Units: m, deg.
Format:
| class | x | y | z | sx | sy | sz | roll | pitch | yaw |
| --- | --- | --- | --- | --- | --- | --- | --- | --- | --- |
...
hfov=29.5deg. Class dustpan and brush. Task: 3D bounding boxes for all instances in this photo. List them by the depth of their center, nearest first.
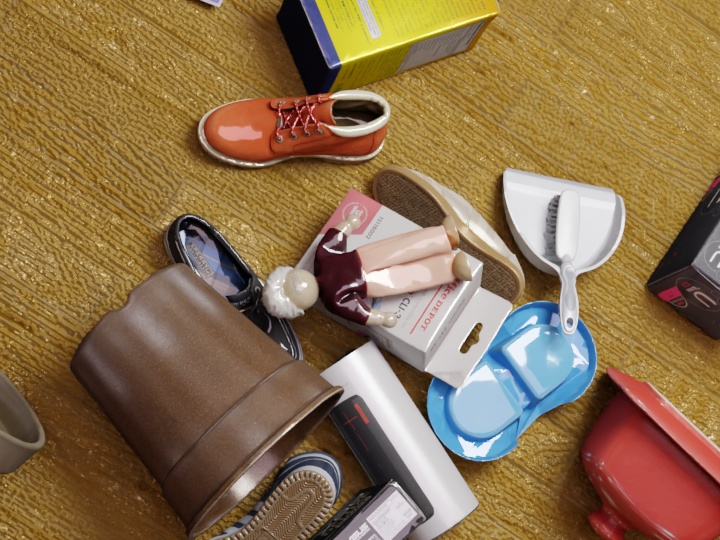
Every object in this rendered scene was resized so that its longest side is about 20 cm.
| class | x | y | z | sx | sy | sz | roll | pitch | yaw |
| --- | --- | --- | --- | --- | --- | --- | --- | --- | --- |
| dustpan and brush | 0.216 | -0.019 | 1.445 | 0.139 | 0.057 | 0.200 | 10 | 67 | -10 |

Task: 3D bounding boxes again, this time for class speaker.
| class | x | y | z | sx | sy | sz | roll | pitch | yaw |
| --- | --- | --- | --- | --- | --- | --- | --- | --- | --- |
| speaker | 0.032 | 0.171 | 1.369 | 0.081 | 0.081 | 0.200 | -32 | 86 | -17 |

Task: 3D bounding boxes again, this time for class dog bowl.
| class | x | y | z | sx | sy | sz | roll | pitch | yaw |
| --- | --- | --- | --- | --- | --- | --- | --- | --- | --- |
| dog bowl | 0.152 | 0.117 | 1.423 | 0.200 | 0.050 | 0.112 | -36 | 87 | -17 |

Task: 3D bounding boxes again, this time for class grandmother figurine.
| class | x | y | z | sx | sy | sz | roll | pitch | yaw |
| --- | --- | --- | --- | --- | --- | --- | --- | --- | --- |
| grandmother figurine | 0.000 | 0.000 | 1.330 | 0.200 | 0.061 | 0.121 | -16 | 59 | -6 |

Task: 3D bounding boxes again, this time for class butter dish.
| class | x | y | z | sx | sy | sz | roll | pitch | yaw |
| --- | --- | --- | --- | --- | --- | --- | --- | --- | --- |
| butter dish | 0.291 | 0.214 | 1.380 | 0.200 | 0.199 | 0.148 | 43 | 96 | 1 |

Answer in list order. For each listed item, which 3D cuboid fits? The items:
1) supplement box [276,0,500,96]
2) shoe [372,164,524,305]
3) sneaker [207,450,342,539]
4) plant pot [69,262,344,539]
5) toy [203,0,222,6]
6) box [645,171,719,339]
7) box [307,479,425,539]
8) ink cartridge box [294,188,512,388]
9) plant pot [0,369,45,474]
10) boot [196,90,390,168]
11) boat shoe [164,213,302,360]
| class | x | y | z | sx | sy | sz | roll | pitch | yaw |
| --- | --- | --- | --- | --- | --- | --- | --- | --- | --- |
| supplement box | 0.027 | -0.272 | 1.451 | 0.200 | 0.109 | 0.110 | -20 | 83 | -16 |
| shoe | 0.095 | -0.039 | 1.448 | 0.200 | 0.070 | 0.053 | 43 | 30 | 4 |
| sneaker | -0.094 | 0.253 | 1.338 | 0.200 | 0.109 | 0.070 | -42 | 91 | 13 |
| plant pot | -0.155 | 0.113 | 1.293 | 0.198 | 0.200 | 0.200 | 44 | 73 | 8 |
| toy | -0.219 | -0.373 | 1.453 | 0.200 | 0.047 | 0.115 | 23 | 72 | -7 |
| box | 0.419 | -0.041 | 1.476 | 0.106 | 0.122 | 0.200 | 37 | 73 | -2 |
| box | -0.039 | 0.286 | 1.289 | 0.200 | 0.158 | 0.050 | -42 | 89 | -16 |
| ink cartridge box | 0.045 | 0.019 | 1.386 | 0.200 | 0.068 | 0.117 | 30 | 72 | 13 |
| plant pot | -0.416 | 0.148 | 1.237 | 0.200 | 0.200 | 0.174 | 44 | 89 | 0 |
| boot | -0.067 | -0.154 | 1.408 | 0.200 | 0.107 | 0.075 | -3 | 80 | -11 |
| boat shoe | -0.125 | 0.024 | 1.375 | 0.070 | 0.066 | 0.200 | -33 | 86 | -16 |
